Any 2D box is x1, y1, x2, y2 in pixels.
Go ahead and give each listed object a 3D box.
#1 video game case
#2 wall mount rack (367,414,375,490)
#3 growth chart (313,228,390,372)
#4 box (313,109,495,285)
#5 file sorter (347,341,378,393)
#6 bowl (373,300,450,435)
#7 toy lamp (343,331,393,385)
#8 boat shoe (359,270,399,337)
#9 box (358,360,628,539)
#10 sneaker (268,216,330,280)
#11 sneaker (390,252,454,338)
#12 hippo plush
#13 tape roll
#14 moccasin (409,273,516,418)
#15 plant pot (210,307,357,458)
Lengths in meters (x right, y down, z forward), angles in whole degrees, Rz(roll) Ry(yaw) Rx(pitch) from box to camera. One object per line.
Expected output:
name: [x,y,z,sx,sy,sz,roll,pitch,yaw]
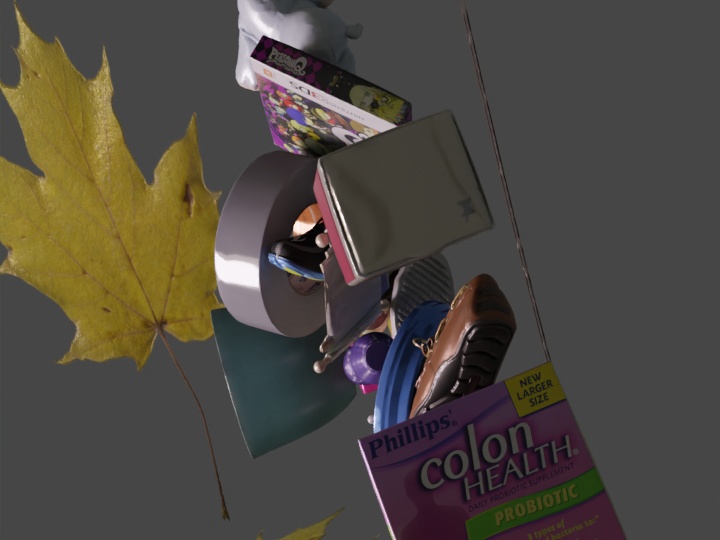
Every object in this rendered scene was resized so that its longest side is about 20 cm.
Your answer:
video game case: [-0.025,-0.159,1.293,0.179,0.036,0.200,27,163,12]
wall mount rack: [0.100,0.226,1.385,0.172,0.075,0.201,30,-154,-21]
growth chart: [0.000,0.000,1.256,0.018,0.144,0.202,28,138,28]
box: [0.032,-0.060,1.076,0.200,0.126,0.111,141,108,-85]
file sorter: [0.040,0.063,1.547,0.200,0.137,0.128,-149,40,-84]
bowl: [0.077,0.137,1.276,0.200,0.039,0.204,-29,-56,-56]
toy lamp: [0.011,0.100,1.322,0.200,0.057,0.059,135,114,-81]
boat shoe: [0.032,-0.017,1.412,0.065,0.072,0.203,118,167,-58]
box: [0.113,0.206,0.973,0.097,0.173,0.203,81,168,-73]
sneaker: [-0.026,-0.047,1.267,0.070,0.198,0.084,24,123,35]
sneaker: [0.064,0.065,1.390,0.105,0.074,0.204,-128,35,-72]
hippo plush: [-0.056,-0.281,1.366,0.160,0.158,0.202,34,147,37]
tape roll: [-0.080,-0.030,1.336,0.065,0.201,0.202,12,140,29]
moccasin: [0.089,0.086,1.123,0.079,0.072,0.203,-96,13,-44]
plant pot: [-0.095,0.127,1.566,0.201,0.158,0.204,164,90,-85]
